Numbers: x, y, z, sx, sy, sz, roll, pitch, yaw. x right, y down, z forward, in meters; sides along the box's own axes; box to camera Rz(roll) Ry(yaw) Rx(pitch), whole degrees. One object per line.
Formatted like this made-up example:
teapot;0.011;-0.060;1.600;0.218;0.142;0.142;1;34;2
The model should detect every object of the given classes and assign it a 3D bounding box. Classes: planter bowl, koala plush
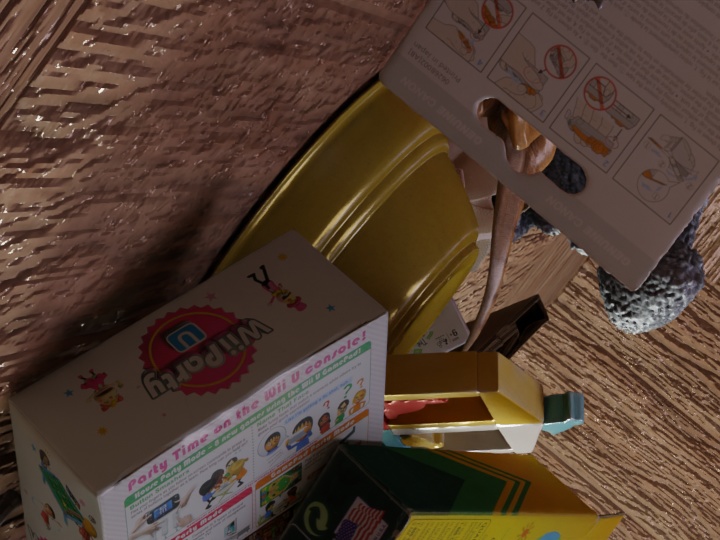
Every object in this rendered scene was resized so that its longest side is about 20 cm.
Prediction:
planter bowl;0.000;0.000;1.048;0.201;0.083;0.200;-49;171;-10
koala plush;0.173;-0.099;1.326;0.184;0.177;0.200;-60;176;-28

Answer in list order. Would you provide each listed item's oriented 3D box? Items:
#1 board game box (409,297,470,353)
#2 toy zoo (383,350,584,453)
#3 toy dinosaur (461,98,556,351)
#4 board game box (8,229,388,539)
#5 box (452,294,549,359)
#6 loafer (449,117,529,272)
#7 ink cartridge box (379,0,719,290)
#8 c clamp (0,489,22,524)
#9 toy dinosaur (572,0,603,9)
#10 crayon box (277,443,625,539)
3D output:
board game box;-0.002;0.054;1.218;0.134;0.034;0.200;-27;177;3
toy zoo;0.007;0.067;1.017;0.131;0.199;0.021;55;33;-69
toy dinosaur;0.083;-0.066;1.094;0.106;0.060;0.201;52;48;-55
board game box;-0.065;0.100;0.903;0.147;0.064;0.201;-31;147;-28
box;0.009;0.081;1.358;0.199;0.021;0.163;-24;-173;31
loafer;0.041;-0.024;1.217;0.200;0.068;0.076;-44;169;-40
ink cartridge box;0.127;-0.117;0.951;0.200;0.162;0.050;-55;169;25
c clamp;-0.212;0.196;0.933;0.171;0.027;0.200;-46;171;-29
toy dinosaur;0.084;-0.198;0.809;0.182;0.105;0.200;-67;-155;18
crayon box;0.027;0.145;0.961;0.200;0.051;0.127;11;115;-56
